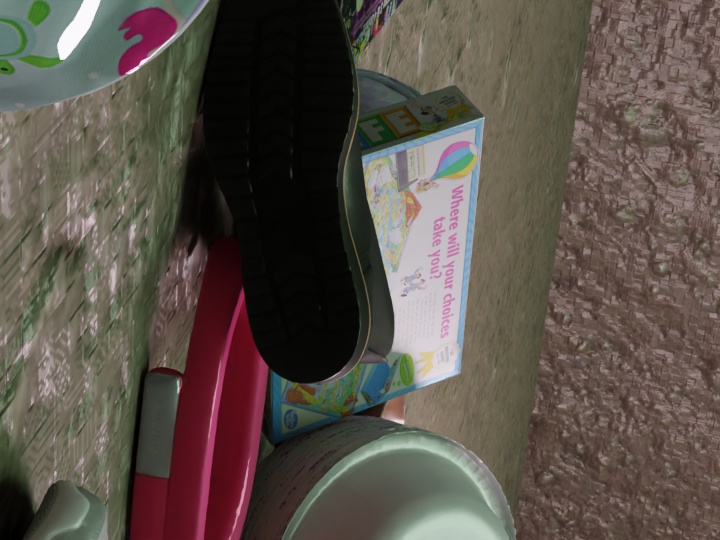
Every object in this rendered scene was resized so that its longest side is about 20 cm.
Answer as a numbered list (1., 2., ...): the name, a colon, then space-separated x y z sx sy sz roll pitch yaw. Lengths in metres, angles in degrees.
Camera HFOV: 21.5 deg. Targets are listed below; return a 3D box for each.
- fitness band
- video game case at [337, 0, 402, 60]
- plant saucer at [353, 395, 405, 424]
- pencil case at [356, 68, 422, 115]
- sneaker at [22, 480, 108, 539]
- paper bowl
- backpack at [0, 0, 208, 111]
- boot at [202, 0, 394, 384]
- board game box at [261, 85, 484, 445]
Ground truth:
1. fitness band: -0.078 0.082 0.985 0.144 0.037 0.202 -53 153 -69
2. video game case: 0.001 -0.220 1.102 0.200 0.035 0.183 -60 158 -62
3. plant saucer: -0.002 0.188 1.539 0.200 0.034 0.202 11 90 -79
4. pencil case: -0.003 -0.025 1.164 0.091 0.083 0.201 -48 152 -36
5. sneaker: -0.105 0.166 0.789 0.075 0.081 0.201 -68 165 -47
6. paper bowl: 0.016 0.194 1.139 0.199 0.104 0.203 -5 99 -38
7. backpack: -0.086 -0.132 0.317 0.150 0.177 0.202 5 101 -58
8. boot: -0.024 -0.044 0.971 0.138 0.077 0.202 11 77 -77
9. board game box: 0.000 0.000 1.095 0.034 0.134 0.201 51 -30 40
